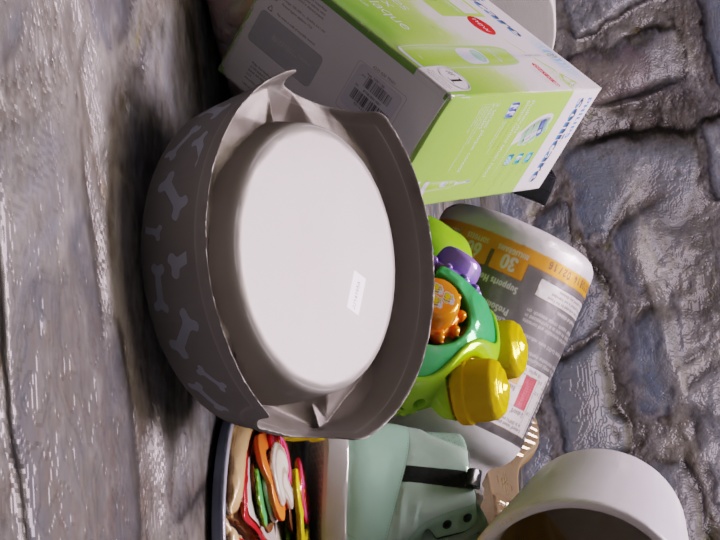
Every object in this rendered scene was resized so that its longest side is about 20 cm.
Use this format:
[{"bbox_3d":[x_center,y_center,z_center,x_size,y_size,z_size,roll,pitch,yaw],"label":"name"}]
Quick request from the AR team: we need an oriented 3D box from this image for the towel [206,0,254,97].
[{"bbox_3d":[-0.070,-0.195,1.257,0.191,0.032,0.200,-85,165,-49],"label":"towel"}]

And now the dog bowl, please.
[{"bbox_3d":[-0.039,-0.005,1.031,0.200,0.059,0.201,10,78,-53],"label":"dog bowl"}]

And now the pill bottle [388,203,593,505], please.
[{"bbox_3d":[0.072,0.065,1.329,0.116,0.116,0.200,49,64,-75],"label":"pill bottle"}]

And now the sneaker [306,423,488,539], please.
[{"bbox_3d":[0.027,0.196,1.230,0.074,0.118,0.201,-177,-91,-75],"label":"sneaker"}]

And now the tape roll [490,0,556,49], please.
[{"bbox_3d":[0.047,-0.192,1.458,0.037,0.202,0.203,-85,166,-50],"label":"tape roll"}]

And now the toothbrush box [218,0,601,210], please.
[{"bbox_3d":[0.034,-0.119,1.198,0.200,0.146,0.086,-8,135,-57],"label":"toothbrush box"}]

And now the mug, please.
[{"bbox_3d":[0.131,0.188,1.251,0.153,0.186,0.150,-51,138,-68],"label":"mug"}]

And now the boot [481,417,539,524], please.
[{"bbox_3d":[0.056,0.176,1.433,0.072,0.166,0.200,31,35,-21],"label":"boot"}]

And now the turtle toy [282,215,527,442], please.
[{"bbox_3d":[0.024,0.030,1.184,0.200,0.145,0.101,-52,132,-68],"label":"turtle toy"}]

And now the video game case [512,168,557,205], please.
[{"bbox_3d":[0.041,-0.107,1.376,0.200,0.180,0.026,-99,-150,-75],"label":"video game case"}]

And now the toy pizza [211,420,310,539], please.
[{"bbox_3d":[-0.051,0.171,1.156,0.200,0.032,0.201,-5,90,-81],"label":"toy pizza"}]
